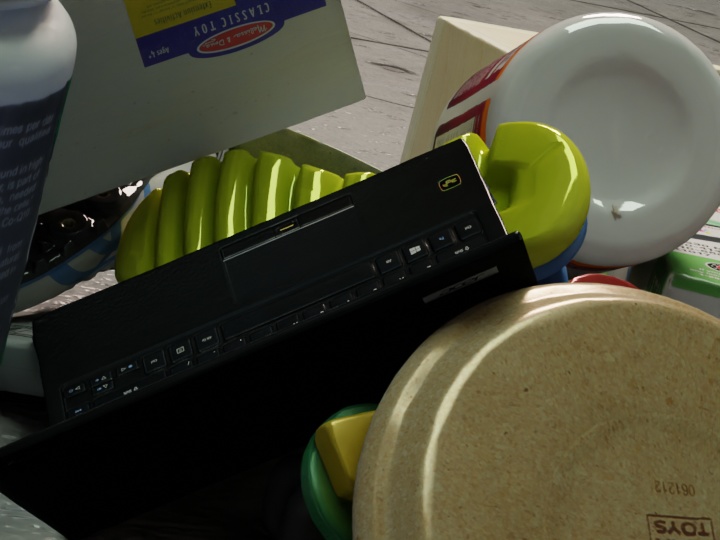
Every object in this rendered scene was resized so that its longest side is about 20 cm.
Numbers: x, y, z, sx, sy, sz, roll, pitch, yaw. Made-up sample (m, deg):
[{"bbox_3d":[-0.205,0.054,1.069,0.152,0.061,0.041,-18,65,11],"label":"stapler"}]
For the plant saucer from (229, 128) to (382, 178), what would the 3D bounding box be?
[{"bbox_3d":[0.010,-0.012,1.228,0.200,0.031,0.200,27,-8,4],"label":"plant saucer"}]

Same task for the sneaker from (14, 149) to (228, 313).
[{"bbox_3d":[-0.110,-0.021,1.115,0.072,0.073,0.200,12,28,21],"label":"sneaker"}]

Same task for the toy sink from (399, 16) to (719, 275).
[{"bbox_3d":[0.133,-0.047,1.424,0.200,0.130,0.112,8,14,-29],"label":"toy sink"}]

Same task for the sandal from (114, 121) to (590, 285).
[{"bbox_3d":[0.000,0.000,1.028,0.200,0.080,0.087,-2,-34,22],"label":"sandal"}]

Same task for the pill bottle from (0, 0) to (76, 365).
[{"bbox_3d":[-0.162,-0.049,0.924,0.113,0.200,0.113,14,25,-7],"label":"pill bottle"}]

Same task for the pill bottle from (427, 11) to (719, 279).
[{"bbox_3d":[0.091,-0.050,1.211,0.110,0.110,0.200,12,-5,-8],"label":"pill bottle"}]

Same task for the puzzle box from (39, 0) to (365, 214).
[{"bbox_3d":[-0.105,-0.089,1.012,0.200,0.133,0.025,-19,41,-5],"label":"puzzle box"}]

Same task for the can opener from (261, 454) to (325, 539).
[{"bbox_3d":[0.065,0.086,0.949,0.200,0.066,0.053,5,14,-17],"label":"can opener"}]

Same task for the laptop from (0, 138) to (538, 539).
[{"bbox_3d":[-0.037,0.007,0.882,0.177,0.103,0.200,-22,36,2],"label":"laptop"}]

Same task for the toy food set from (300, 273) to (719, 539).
[{"bbox_3d":[0.084,0.090,0.781,0.200,0.049,0.198,-10,68,-32],"label":"toy food set"}]

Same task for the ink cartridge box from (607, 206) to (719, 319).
[{"bbox_3d":[0.193,0.033,1.247,0.145,0.084,0.200,14,13,-2],"label":"ink cartridge box"}]

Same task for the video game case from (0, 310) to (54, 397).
[{"bbox_3d":[-0.035,0.036,1.044,0.200,0.024,0.182,7,8,30],"label":"video game case"}]
